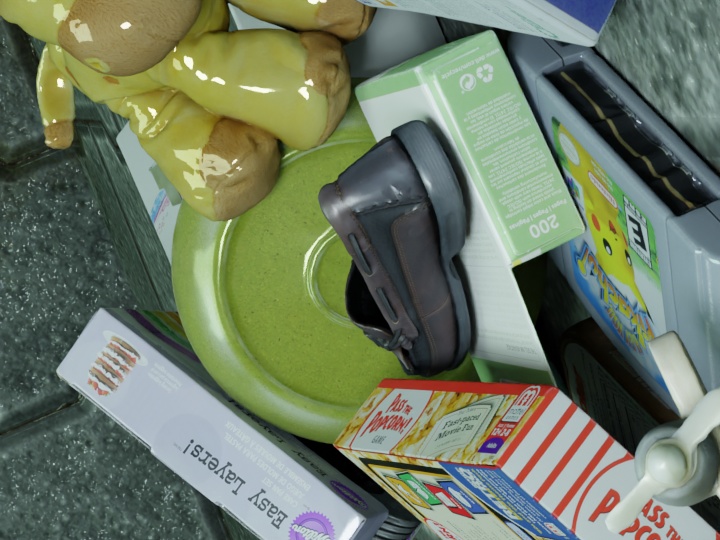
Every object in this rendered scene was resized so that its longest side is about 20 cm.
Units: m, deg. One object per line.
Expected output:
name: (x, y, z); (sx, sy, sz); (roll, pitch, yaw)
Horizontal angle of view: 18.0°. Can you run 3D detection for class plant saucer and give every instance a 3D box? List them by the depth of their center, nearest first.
plant saucer: (0.000, 0.000, 1.190); (0.031, 0.200, 0.200); (-97, -13, -77)

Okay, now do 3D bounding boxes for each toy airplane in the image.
toy airplane: (0.167, 0.144, 0.872); (0.200, 0.141, 0.199); (52, 161, 51)

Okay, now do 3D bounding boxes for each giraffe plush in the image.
giraffe plush: (-0.111, -0.136, 1.118); (0.200, 0.173, 0.162); (15, 170, 23)

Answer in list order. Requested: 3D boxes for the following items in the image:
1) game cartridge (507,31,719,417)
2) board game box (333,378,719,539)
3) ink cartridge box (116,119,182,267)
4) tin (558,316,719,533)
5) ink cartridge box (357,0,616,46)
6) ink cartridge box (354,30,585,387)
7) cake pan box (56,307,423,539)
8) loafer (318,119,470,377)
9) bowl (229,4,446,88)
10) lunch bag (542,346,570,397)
game cartridge: (0.127, -0.012, 1.019); (0.200, 0.040, 0.133); (54, 166, 48)
board game box: (0.086, 0.115, 1.050); (0.151, 0.046, 0.200); (42, 165, -15)
ink cartridge box: (-0.056, -0.036, 1.451); (0.144, 0.085, 0.200); (25, -155, -35)
tin: (0.153, 0.090, 1.092); (0.200, 0.042, 0.112); (-131, 26, -56)
ink cartridge box: (-0.015, -0.164, 0.989); (0.196, 0.043, 0.200); (25, 179, -32)
ink cartridge box: (0.067, -0.010, 1.092); (0.200, 0.048, 0.146); (65, 170, -6)
cake pan box: (-0.057, 0.098, 1.291); (0.200, 0.052, 0.184); (38, -171, 14)
loafer: (0.012, -0.002, 1.084); (0.200, 0.063, 0.072); (85, 158, -62)
bowl: (-0.006, -0.124, 1.293); (0.200, 0.075, 0.200); (143, 104, -78)
lunch bag: (0.072, 0.093, 1.349); (0.161, 0.077, 0.200); (57, 167, 21)
